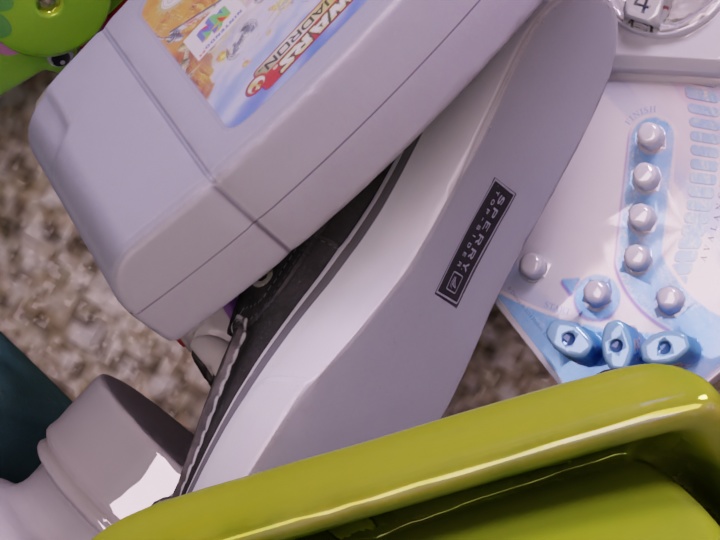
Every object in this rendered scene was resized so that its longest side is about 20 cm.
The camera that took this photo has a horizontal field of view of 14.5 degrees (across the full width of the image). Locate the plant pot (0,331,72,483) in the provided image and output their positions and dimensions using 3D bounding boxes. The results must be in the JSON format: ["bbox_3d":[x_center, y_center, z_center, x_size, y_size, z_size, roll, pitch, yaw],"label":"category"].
[{"bbox_3d":[-0.204,0.037,0.815,0.141,0.200,0.141,42,92,18],"label":"plant pot"}]

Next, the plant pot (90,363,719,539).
[{"bbox_3d":[0.036,0.148,0.680,0.199,0.199,0.182,-18,49,11],"label":"plant pot"}]

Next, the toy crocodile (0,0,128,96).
[{"bbox_3d":[-0.066,-0.119,0.840,0.200,0.062,0.068,-48,34,18],"label":"toy crocodile"}]

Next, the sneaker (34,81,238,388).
[{"bbox_3d":[-0.018,0.003,0.840,0.083,0.081,0.200,-36,75,-4],"label":"sneaker"}]

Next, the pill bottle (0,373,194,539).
[{"bbox_3d":[-0.111,0.131,0.821,0.112,0.112,0.200,41,91,17],"label":"pill bottle"}]

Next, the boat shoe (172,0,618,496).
[{"bbox_3d":[0.000,0.000,0.773,0.056,0.069,0.201,26,80,34],"label":"boat shoe"}]

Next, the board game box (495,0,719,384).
[{"bbox_3d":[0.087,-0.088,0.806,0.200,0.026,0.200,-41,71,9],"label":"board game box"}]

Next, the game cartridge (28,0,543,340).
[{"bbox_3d":[-0.005,-0.078,0.760,0.200,0.133,0.042,-46,115,4],"label":"game cartridge"}]
